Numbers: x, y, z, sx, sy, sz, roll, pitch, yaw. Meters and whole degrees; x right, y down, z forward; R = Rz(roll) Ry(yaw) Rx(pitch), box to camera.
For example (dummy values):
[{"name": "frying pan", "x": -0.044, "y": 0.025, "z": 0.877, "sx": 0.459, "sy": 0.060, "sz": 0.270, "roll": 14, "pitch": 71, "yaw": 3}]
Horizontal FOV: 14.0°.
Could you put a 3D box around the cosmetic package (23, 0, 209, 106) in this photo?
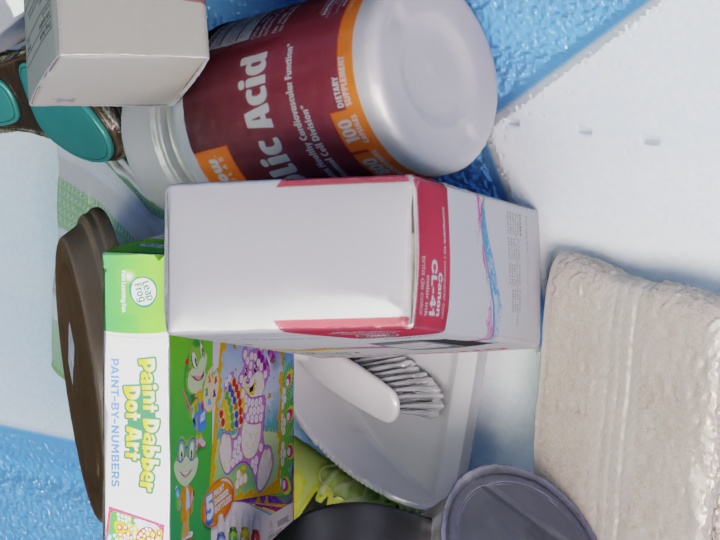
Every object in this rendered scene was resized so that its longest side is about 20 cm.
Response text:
[{"name": "cosmetic package", "x": -0.138, "y": -0.198, "z": 1.608, "sx": 0.103, "sy": 0.087, "sz": 0.201, "roll": 145, "pitch": 123, "yaw": -70}]

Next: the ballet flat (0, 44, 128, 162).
[{"name": "ballet flat", "x": -0.188, "y": -0.112, "z": 1.770, "sx": 0.200, "sy": 0.075, "sz": 0.068, "roll": 11, "pitch": 130, "yaw": 46}]

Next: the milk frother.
[{"name": "milk frother", "x": 0.025, "y": 0.236, "z": 1.624, "sx": 0.188, "sy": 0.180, "sz": 0.200, "roll": -41, "pitch": 57, "yaw": 43}]

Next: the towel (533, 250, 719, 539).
[{"name": "towel", "x": 0.155, "y": 0.098, "z": 1.632, "sx": 0.132, "sy": 0.034, "sz": 0.200, "roll": 17, "pitch": 109, "yaw": 41}]

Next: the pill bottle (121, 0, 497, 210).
[{"name": "pill bottle", "x": -0.033, "y": -0.093, "z": 1.655, "sx": 0.200, "sy": 0.114, "sz": 0.114, "roll": -12, "pitch": 104, "yaw": 39}]

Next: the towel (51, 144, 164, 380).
[{"name": "towel", "x": -0.153, "y": 0.008, "z": 1.813, "sx": 0.149, "sy": 0.031, "sz": 0.200, "roll": 42, "pitch": 135, "yaw": 47}]

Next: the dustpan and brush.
[{"name": "dustpan and brush", "x": -0.022, "y": 0.053, "z": 1.752, "sx": 0.200, "sy": 0.057, "sz": 0.140, "roll": 29, "pitch": 123, "yaw": 35}]

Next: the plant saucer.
[{"name": "plant saucer", "x": -0.152, "y": 0.063, "z": 1.727, "sx": 0.200, "sy": 0.029, "sz": 0.201, "roll": 172, "pitch": 90, "yaw": -79}]

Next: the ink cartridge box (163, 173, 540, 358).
[{"name": "ink cartridge box", "x": 0.000, "y": 0.000, "z": 1.594, "sx": 0.147, "sy": 0.200, "sz": 0.086, "roll": -3, "pitch": 83, "yaw": 23}]

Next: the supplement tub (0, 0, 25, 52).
[{"name": "supplement tub", "x": -0.223, "y": -0.241, "z": 1.714, "sx": 0.132, "sy": 0.132, "sz": 0.200, "roll": -32, "pitch": 90, "yaw": 41}]

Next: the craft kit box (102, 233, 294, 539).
[{"name": "craft kit box", "x": -0.089, "y": 0.075, "z": 1.654, "sx": 0.048, "sy": 0.200, "sz": 0.198, "roll": 0, "pitch": 98, "yaw": 19}]

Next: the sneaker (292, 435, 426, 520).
[{"name": "sneaker", "x": 0.011, "y": 0.158, "z": 1.781, "sx": 0.200, "sy": 0.075, "sz": 0.076, "roll": 42, "pitch": 123, "yaw": 0}]
